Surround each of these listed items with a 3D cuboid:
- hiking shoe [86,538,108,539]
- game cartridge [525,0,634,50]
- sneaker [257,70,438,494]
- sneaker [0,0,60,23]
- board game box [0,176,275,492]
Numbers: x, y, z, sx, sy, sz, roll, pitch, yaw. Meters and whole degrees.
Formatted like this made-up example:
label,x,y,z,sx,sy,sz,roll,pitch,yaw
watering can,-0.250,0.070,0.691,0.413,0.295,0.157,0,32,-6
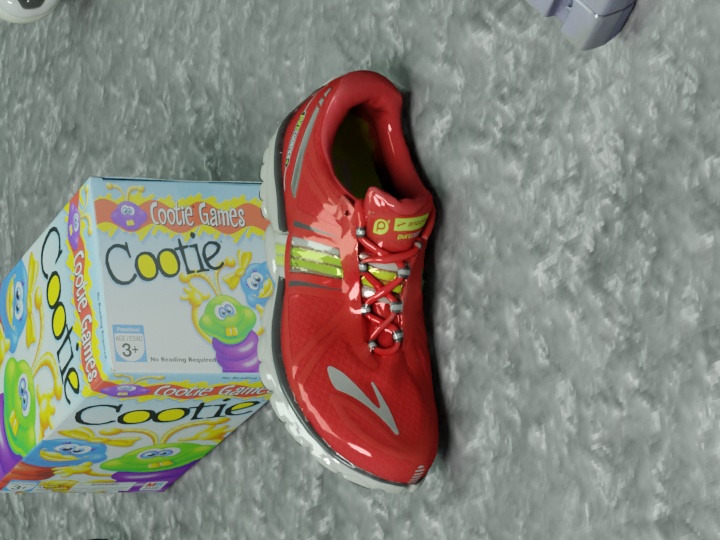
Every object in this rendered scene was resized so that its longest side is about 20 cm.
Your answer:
label,x,y,z,sx,sy,sz,roll,pitch,yaw
hiking shoe,-0.183,0.236,1.660,0.074,0.087,0.200,-121,41,-50
game cartridge,0.051,-0.197,1.156,0.200,0.038,0.130,45,131,18
sneaker,0.000,0.000,1.303,0.085,0.077,0.200,-45,49,49
sneaker,-0.220,-0.197,1.812,0.200,0.075,0.081,-120,26,-52
board game box,-0.119,0.038,1.517,0.200,0.105,0.103,137,129,-58
